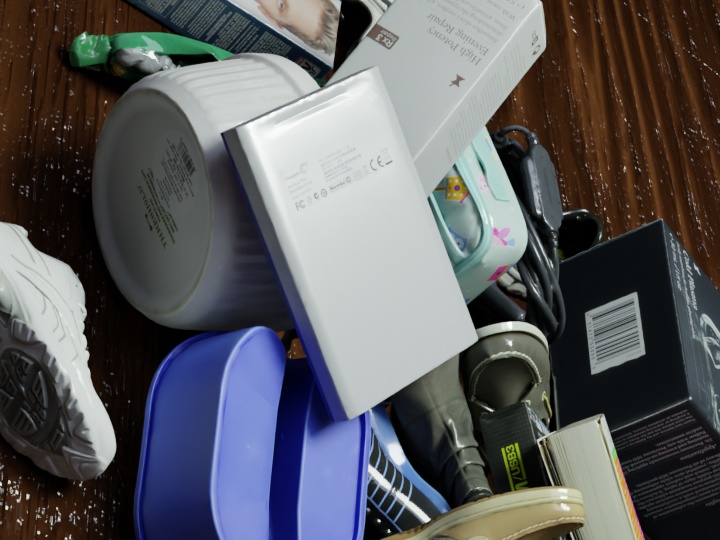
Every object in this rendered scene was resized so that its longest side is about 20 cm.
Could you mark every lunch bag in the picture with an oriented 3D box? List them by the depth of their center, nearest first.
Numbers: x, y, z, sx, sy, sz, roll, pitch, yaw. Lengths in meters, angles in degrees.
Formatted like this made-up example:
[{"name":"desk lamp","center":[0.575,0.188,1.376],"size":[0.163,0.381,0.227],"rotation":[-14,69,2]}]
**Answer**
[{"name":"lunch bag","center":[0.042,-0.066,1.410],"size":[0.077,0.160,0.201],"rotation":[1,58,-46]}]

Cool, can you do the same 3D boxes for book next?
[{"name":"book","center":[0.190,0.206,1.261],"size":[0.134,0.048,0.201],"rotation":[8,63,-76]}]

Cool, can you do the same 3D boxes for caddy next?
[{"name":"caddy","center":[-0.076,0.132,1.150],"size":[0.141,0.105,0.201],"rotation":[23,61,-35]}]

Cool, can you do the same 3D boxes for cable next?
[{"name":"cable","center":[0.121,-0.010,1.454],"size":[0.050,0.163,0.201],"rotation":[-2,70,-21]}]

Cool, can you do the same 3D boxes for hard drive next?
[{"name":"hard drive","center":[-0.004,-0.020,1.153],"size":[0.132,0.025,0.201],"rotation":[-28,102,-39]}]

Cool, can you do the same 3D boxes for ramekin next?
[{"name":"ramekin","center":[-0.105,-0.051,1.222],"size":[0.105,0.200,0.201],"rotation":[-6,61,-38]}]

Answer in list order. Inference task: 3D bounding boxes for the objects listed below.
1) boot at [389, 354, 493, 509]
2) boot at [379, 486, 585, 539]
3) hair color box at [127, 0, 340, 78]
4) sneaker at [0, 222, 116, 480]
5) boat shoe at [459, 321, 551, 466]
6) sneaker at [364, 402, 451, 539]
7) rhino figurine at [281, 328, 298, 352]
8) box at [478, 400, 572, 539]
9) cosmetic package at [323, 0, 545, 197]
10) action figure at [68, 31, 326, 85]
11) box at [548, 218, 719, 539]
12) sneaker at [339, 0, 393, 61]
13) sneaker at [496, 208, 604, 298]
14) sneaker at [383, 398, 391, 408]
[{"name":"boot","center":[0.065,0.115,1.259],"size":[0.200,0.067,0.131],"rotation":[76,-10,-55]},{"name":"boot","center":[0.076,0.240,1.157],"size":[0.073,0.199,0.156],"rotation":[62,7,-65]},{"name":"hair color box","center":[-0.114,-0.237,1.490],"size":[0.199,0.060,0.100],"rotation":[31,40,-24]},{"name":"sneaker","center":[-0.203,0.041,1.134],"size":[0.099,0.078,0.201],"rotation":[-14,69,-54]},{"name":"boat shoe","center":[0.114,0.100,1.338],"size":[0.202,0.072,0.061],"rotation":[75,7,-63]},{"name":"sneaker","center":[0.004,0.162,1.251],"size":[0.078,0.070,0.201],"rotation":[-20,72,-37]},{"name":"rhino figurine","center":[-0.061,-0.012,1.311],"size":[0.059,0.088,0.201],"rotation":[-11,59,-29]},{"name":"box","center":[0.157,0.222,1.294],"size":[0.200,0.047,0.194],"rotation":[49,26,-53]},{"name":"cosmetic package","center":[0.044,-0.138,1.329],"size":[0.101,0.074,0.200],"rotation":[33,76,21]},{"name":"action figure","center":[-0.132,-0.155,1.379],"size":[0.199,0.118,0.055],"rotation":[11,87,-16]},{"name":"box","center":[0.257,0.104,1.469],"size":[0.197,0.123,0.201],"rotation":[46,30,-38]},{"name":"sneaker","center":[0.027,-0.175,1.586],"size":[0.087,0.076,0.201],"rotation":[-3,56,-28]},{"name":"sneaker","center":[0.205,-0.006,1.585],"size":[0.199,0.087,0.074],"rotation":[20,44,-33]},{"name":"sneaker","center":[0.000,0.000,1.350],"size":[0.070,0.108,0.201],"rotation":[-6,61,-49]}]
